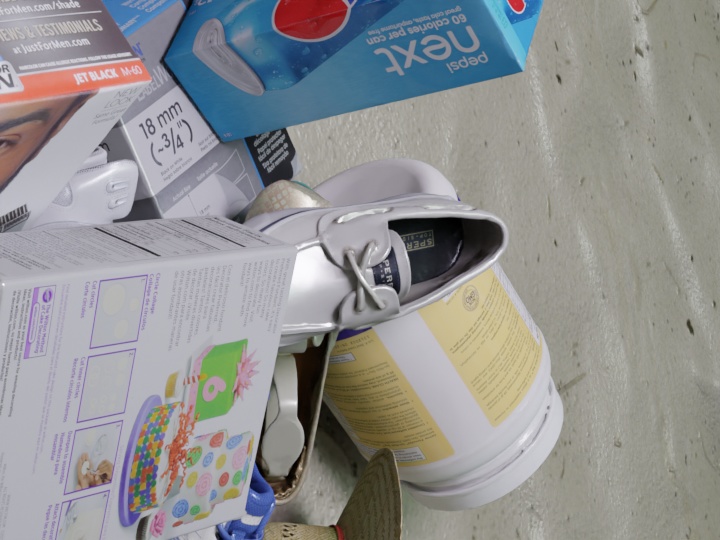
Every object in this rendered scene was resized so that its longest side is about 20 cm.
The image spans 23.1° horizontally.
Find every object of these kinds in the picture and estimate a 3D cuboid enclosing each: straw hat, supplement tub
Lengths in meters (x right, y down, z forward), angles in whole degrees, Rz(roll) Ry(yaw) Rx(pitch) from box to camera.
[{"bbox_3d":[-0.041,0.194,1.028,0.084,0.201,0.203,10,67,-11],"label":"straw hat"},{"bbox_3d":[0.035,0.044,1.136,0.200,0.145,0.146,57,40,-31],"label":"supplement tub"}]

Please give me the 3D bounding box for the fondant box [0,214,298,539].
[{"bbox_3d":[-0.121,0.056,0.809,0.199,0.058,0.145,-7,113,-54],"label":"fondant box"}]

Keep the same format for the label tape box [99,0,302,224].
[{"bbox_3d":[-0.125,-0.111,1.013,0.144,0.063,0.201,-48,121,-51],"label":"label tape box"}]

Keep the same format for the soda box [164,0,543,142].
[{"bbox_3d":[-0.005,-0.132,0.960,0.068,0.199,0.064,54,40,-35],"label":"soda box"}]

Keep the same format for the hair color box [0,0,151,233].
[{"bbox_3d":[-0.191,-0.037,0.759,0.111,0.200,0.064,-18,68,-50],"label":"hair color box"}]

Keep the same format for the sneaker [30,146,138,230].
[{"bbox_3d":[-0.124,-0.004,0.917,0.199,0.075,0.116,10,101,-38],"label":"sneaker"}]

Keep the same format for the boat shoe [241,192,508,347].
[{"bbox_3d":[0.000,0.000,0.957,0.199,0.065,0.073,-12,101,-42],"label":"boat shoe"}]

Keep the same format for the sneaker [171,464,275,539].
[{"bbox_3d":[-0.091,0.147,0.972,0.075,0.088,0.202,15,70,-56],"label":"sneaker"}]

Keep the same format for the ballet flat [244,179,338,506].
[{"bbox_3d":[-0.039,0.047,1.016,0.062,0.067,0.201,-105,-164,-60],"label":"ballet flat"}]
